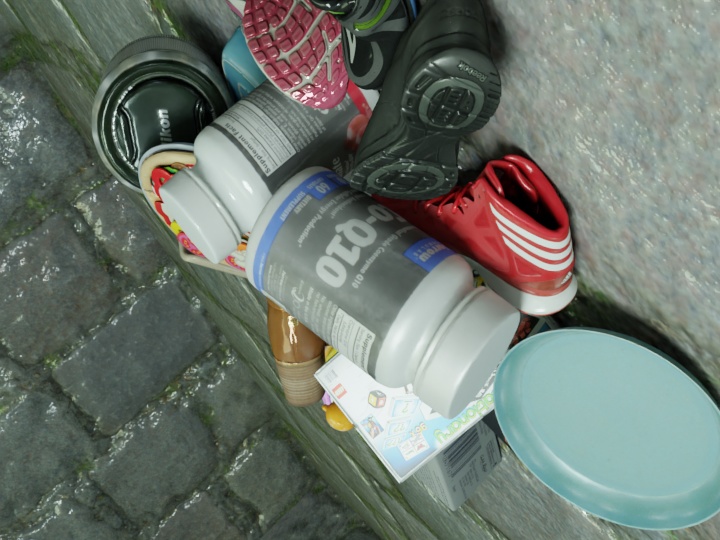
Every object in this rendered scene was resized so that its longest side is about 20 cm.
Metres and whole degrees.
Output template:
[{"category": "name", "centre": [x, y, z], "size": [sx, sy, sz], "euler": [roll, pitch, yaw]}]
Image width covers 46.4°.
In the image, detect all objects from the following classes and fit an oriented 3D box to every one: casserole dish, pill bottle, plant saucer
[{"category": "casserole dish", "centre": [-0.106, -0.181, 0.949], "size": [0.121, 0.039, 0.201], "euler": [45, 164, 24]}, {"category": "pill bottle", "centre": [-0.078, -0.102, 0.745], "size": [0.111, 0.199, 0.111], "euler": [45, 165, 16]}, {"category": "pill bottle", "centre": [0.016, 0.016, 0.646], "size": [0.198, 0.114, 0.114], "euler": [34, 160, 21]}, {"category": "plant saucer", "centre": [0.200, 0.123, 0.669], "size": [0.197, 0.027, 0.203], "euler": [24, 136, 25]}]

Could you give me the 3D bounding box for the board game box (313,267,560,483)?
[{"category": "board game box", "centre": [0.071, 0.077, 0.745], "size": [0.127, 0.199, 0.035], "euler": [50, -168, 1]}]

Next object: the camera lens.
[{"category": "camera lens", "centre": [-0.230, -0.187, 0.987], "size": [0.162, 0.158, 0.201], "euler": [58, -179, -26]}]

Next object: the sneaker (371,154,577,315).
[{"category": "sneaker", "centre": [0.086, -0.058, 0.655], "size": [0.198, 0.078, 0.117], "euler": [27, 146, 30]}]

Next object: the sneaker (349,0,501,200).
[{"category": "sneaker", "centre": [0.044, -0.116, 0.583], "size": [0.074, 0.093, 0.200], "euler": [10, 155, -15]}]

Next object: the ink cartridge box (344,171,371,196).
[{"category": "ink cartridge box", "centre": [0.000, 0.000, 0.884], "size": [0.147, 0.081, 0.202], "euler": [82, 163, -62]}]

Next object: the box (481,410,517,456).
[{"category": "box", "centre": [0.134, 0.093, 0.865], "size": [0.161, 0.049, 0.201], "euler": [46, 162, 26]}]

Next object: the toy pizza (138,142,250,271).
[{"category": "toy pizza", "centre": [-0.151, -0.054, 0.887], "size": [0.196, 0.032, 0.202], "euler": [19, 148, 12]}]

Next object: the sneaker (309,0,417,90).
[{"category": "sneaker", "centre": [-0.006, -0.193, 0.557], "size": [0.071, 0.082, 0.201], "euler": [44, 164, 19]}]

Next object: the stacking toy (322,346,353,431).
[{"category": "stacking toy", "centre": [-0.005, 0.127, 0.948], "size": [0.114, 0.111, 0.200], "euler": [26, -158, 0]}]

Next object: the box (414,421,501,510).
[{"category": "box", "centre": [0.079, 0.188, 1.126], "size": [0.199, 0.105, 0.185], "euler": [39, 161, 36]}]

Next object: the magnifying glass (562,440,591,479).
[{"category": "magnifying glass", "centre": [0.145, 0.128, 0.792], "size": [0.200, 0.022, 0.080], "euler": [45, 161, 21]}]

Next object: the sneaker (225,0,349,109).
[{"category": "sneaker", "centre": [-0.063, -0.214, 0.696], "size": [0.202, 0.080, 0.075], "euler": [59, -175, 23]}]

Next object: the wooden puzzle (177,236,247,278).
[{"category": "wooden puzzle", "centre": [-0.167, -0.052, 1.101], "size": [0.183, 0.046, 0.202], "euler": [18, -144, -36]}]

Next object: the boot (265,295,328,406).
[{"category": "boot", "centre": [-0.062, 0.017, 0.843], "size": [0.201, 0.072, 0.158], "euler": [-109, 12, -62]}]
